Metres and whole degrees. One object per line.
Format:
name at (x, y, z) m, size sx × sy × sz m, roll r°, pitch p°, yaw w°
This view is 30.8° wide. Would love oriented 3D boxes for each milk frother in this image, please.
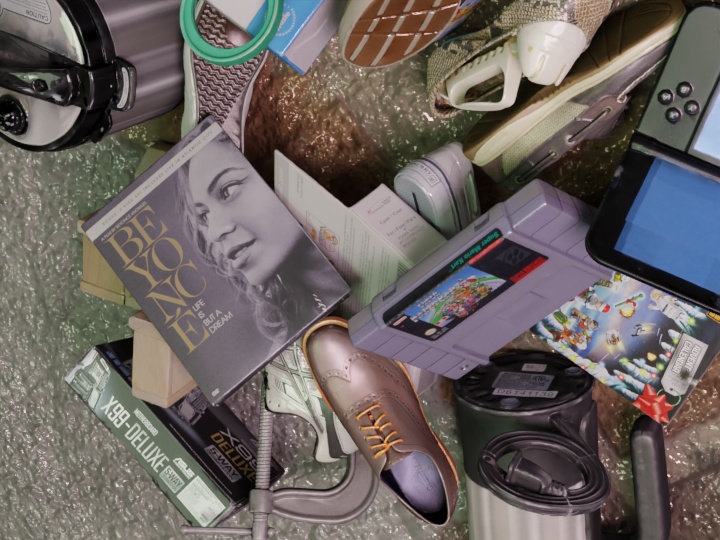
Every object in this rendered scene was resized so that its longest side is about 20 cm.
milk frother at (0.139, 0.192, 1.049) m, size 0.180 × 0.200 × 0.189 m, roll 9°, pitch 115°, yaw 38°

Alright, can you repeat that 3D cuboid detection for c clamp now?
c clamp at (-0.062, 0.149, 1.182) m, size 0.170 × 0.027 × 0.201 m, roll 9°, pitch 74°, yaw -3°

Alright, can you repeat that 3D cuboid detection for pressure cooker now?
pressure cooker at (-0.256, -0.196, 1.150) m, size 0.176 × 0.200 × 0.179 m, roll -25°, pitch 94°, yaw 38°

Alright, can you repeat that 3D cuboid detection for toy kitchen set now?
toy kitchen set at (-0.205, -0.011, 1.206) m, size 0.200 × 0.180 × 0.164 m, roll 17°, pitch 117°, yaw 22°

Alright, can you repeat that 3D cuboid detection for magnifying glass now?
magnifying glass at (-0.073, -0.252, 1.017) m, size 0.079 × 0.022 × 0.200 m, roll 30°, pitch 91°, yaw 14°

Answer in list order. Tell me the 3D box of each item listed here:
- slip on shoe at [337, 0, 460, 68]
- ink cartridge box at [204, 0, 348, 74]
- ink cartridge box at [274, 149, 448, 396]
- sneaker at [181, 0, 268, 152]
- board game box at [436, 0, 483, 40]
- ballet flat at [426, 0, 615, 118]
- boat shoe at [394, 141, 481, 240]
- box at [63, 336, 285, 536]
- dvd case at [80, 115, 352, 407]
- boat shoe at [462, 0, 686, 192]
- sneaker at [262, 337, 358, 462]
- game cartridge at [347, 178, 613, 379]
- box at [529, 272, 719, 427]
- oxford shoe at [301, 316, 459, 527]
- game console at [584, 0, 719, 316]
slip on shoe at (0.043, -0.232, 0.954) m, size 0.200 × 0.076 × 0.061 m, roll -56°, pitch 37°, yaw 44°
ink cartridge box at (-0.096, -0.269, 1.070) m, size 0.200 × 0.068 × 0.116 m, roll 38°, pitch 94°, yaw 14°
ink cartridge box at (0.000, 0.000, 1.112) m, size 0.176 × 0.045 × 0.200 m, roll 42°, pitch 152°, yaw 22°
sneaker at (-0.129, -0.171, 1.161) m, size 0.073 × 0.085 × 0.201 m, roll 10°, pitch 99°, yaw -16°
board game box at (0.083, -0.278, 0.981) m, size 0.200 × 0.062 × 0.200 m, roll -2°, pitch 110°, yaw 33°
ballet flat at (0.118, -0.160, 0.976) m, size 0.200 × 0.068 × 0.076 m, roll -23°, pitch 52°, yaw 53°
boat shoe at (0.081, -0.015, 1.086) m, size 0.074 × 0.067 × 0.200 m, roll 34°, pitch 149°, yaw 36°
box at (-0.176, 0.153, 1.268) m, size 0.050 × 0.158 × 0.200 m, roll -45°, pitch 81°, yaw 12°
dvd case at (-0.123, -0.010, 1.092) m, size 0.149 × 0.016 × 0.200 m, roll -40°, pitch 73°, yaw 3°
boat shoe at (0.170, -0.131, 0.988) m, size 0.200 × 0.073 × 0.065 m, roll -32°, pitch 115°, yaw 31°
sneaker at (-0.063, 0.081, 1.145) m, size 0.088 × 0.076 × 0.200 m, roll -39°, pitch 86°, yaw 10°
game cartridge at (0.099, 0.014, 0.991) m, size 0.200 × 0.129 × 0.038 m, roll -38°, pitch 54°, yaw 31°
box at (0.234, 0.007, 1.015) m, size 0.137 × 0.040 × 0.200 m, roll 35°, pitch 124°, yaw 15°
oxford shoe at (0.021, 0.124, 1.079) m, size 0.071 × 0.073 × 0.200 m, roll -36°, pitch 101°, yaw 7°
game console at (0.279, -0.062, 0.880) m, size 0.200 × 0.118 × 0.171 m, roll 24°, pitch 116°, yaw 9°
